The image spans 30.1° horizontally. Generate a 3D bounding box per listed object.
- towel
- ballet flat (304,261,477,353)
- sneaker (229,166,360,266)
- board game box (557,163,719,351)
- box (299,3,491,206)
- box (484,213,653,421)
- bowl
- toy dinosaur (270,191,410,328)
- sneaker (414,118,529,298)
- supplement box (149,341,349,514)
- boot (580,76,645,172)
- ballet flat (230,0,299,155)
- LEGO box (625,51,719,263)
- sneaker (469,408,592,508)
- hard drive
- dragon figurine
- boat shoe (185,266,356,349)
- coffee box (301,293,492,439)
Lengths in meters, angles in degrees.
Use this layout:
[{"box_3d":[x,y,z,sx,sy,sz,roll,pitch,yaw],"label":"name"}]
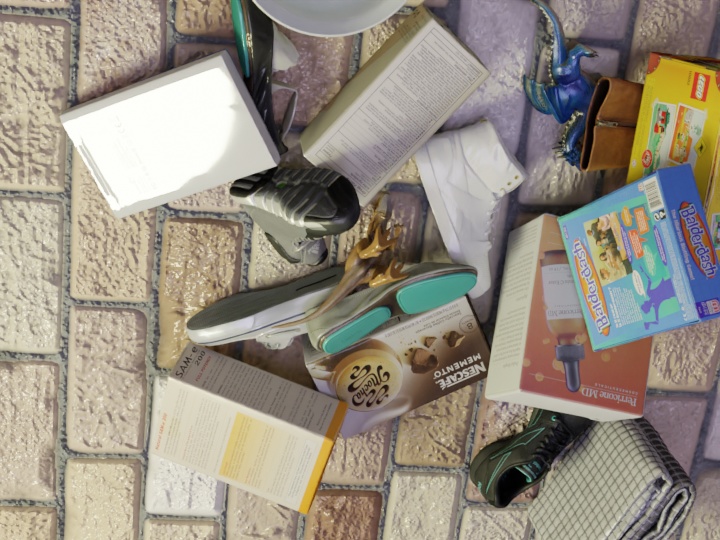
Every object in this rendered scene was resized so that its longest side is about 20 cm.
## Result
[{"box_3d":[0.307,0.287,1.631,0.085,0.166,0.200,24,109,-23],"label":"towel"},{"box_3d":[0.030,0.024,1.480,0.200,0.064,0.067,-25,147,-1],"label":"ballet flat"},{"box_3d":[-0.049,-0.049,1.434,0.075,0.200,0.116,-44,125,-19],"label":"sneaker"},{"box_3d":[0.284,-0.008,1.364,0.045,0.200,0.153,-12,84,-23],"label":"board game box"},{"box_3d":[0.034,-0.176,1.434,0.095,0.078,0.200,41,103,-21],"label":"box"},{"box_3d":[0.240,0.057,1.502,0.152,0.106,0.201,12,77,-13],"label":"box"},{"box_3d":[-0.033,-0.342,1.346,0.200,0.090,0.202,-3,113,-7],"label":"bowl"},{"box_3d":[0.000,0.000,1.459,0.060,0.106,0.200,44,62,-17],"label":"toy dinosaur"},{"box_3d":[0.141,-0.070,1.499,0.115,0.074,0.200,-19,114,4],"label":"sneaker"},{"box_3d":[-0.128,0.180,1.529,0.200,0.074,0.126,22,126,2],"label":"supplement box"},{"box_3d":[0.332,-0.116,1.471,0.200,0.068,0.189,-4,115,-29],"label":"boot"},{"box_3d":[-0.101,-0.206,1.416,0.068,0.068,0.200,-8,125,-15],"label":"ballet flat"},{"box_3d":[0.350,-0.114,1.375,0.077,0.149,0.201,2,106,-23],"label":"LEGO box"},{"box_3d":[0.224,0.216,1.634,0.200,0.079,0.075,-44,112,10],"label":"sneaker"},{"box_3d":[-0.201,-0.141,1.414,0.200,0.025,0.132,-16,116,21],"label":"hard drive"},{"box_3d":[0.217,-0.197,1.455,0.099,0.059,0.200,-41,121,1],"label":"dragon figurine"},{"box_3d":[-0.095,0.059,1.523,0.199,0.074,0.067,-16,115,0],"label":"boat shoe"},{"box_3d":[0.046,0.096,1.555,0.200,0.080,0.113,-23,115,3],"label":"coffee box"}]
